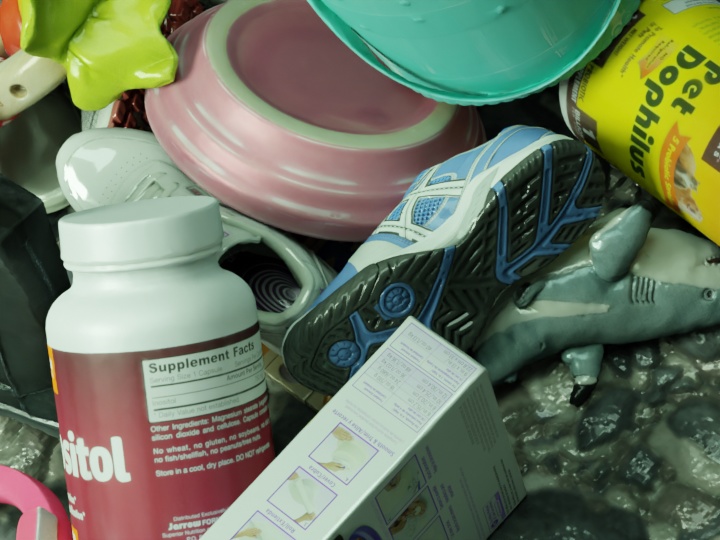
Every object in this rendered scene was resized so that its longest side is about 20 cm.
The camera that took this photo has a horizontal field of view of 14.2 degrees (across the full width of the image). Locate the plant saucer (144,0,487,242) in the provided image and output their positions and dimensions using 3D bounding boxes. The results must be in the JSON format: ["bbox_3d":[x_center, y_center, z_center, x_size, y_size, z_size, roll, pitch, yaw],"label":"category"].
[{"bbox_3d":[-0.021,-0.098,1.640,0.200,0.051,0.201,12,38,-9],"label":"plant saucer"}]

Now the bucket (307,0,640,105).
[{"bbox_3d":[0.059,-0.198,1.577,0.206,0.135,0.208,-16,53,22],"label":"bucket"}]

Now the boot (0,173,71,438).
[{"bbox_3d":[-0.225,0.008,1.590,0.164,0.200,0.066,12,62,20],"label":"boot"}]

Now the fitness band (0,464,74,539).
[{"bbox_3d":[-0.217,0.195,1.545,0.143,0.037,0.201,-19,52,31],"label":"fitness band"}]

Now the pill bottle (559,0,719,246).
[{"bbox_3d":[0.207,-0.073,1.574,0.109,0.109,0.200,-40,50,-12],"label":"pill bottle"}]

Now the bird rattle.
[{"bbox_3d":[-0.183,-0.123,1.664,0.200,0.113,0.163,-41,16,35],"label":"bird rattle"}]

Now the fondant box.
[{"bbox_3d":[-0.007,0.140,1.488,0.058,0.144,0.200,34,71,28],"label":"fondant box"}]

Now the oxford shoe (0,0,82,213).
[{"bbox_3d":[-0.221,-0.116,1.753,0.075,0.058,0.200,-24,57,-3],"label":"oxford shoe"}]

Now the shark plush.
[{"bbox_3d":[0.111,0.034,1.572,0.200,0.091,0.083,-31,91,-14],"label":"shark plush"}]

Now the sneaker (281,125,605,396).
[{"bbox_3d":[0.041,-0.005,1.560,0.200,0.076,0.077,-36,29,-5],"label":"sneaker"}]

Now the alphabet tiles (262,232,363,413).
[{"bbox_3d":[0.000,0.000,1.656,0.200,0.008,0.167,35,72,29],"label":"alphabet tiles"}]

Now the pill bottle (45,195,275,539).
[{"bbox_3d":[-0.105,0.066,1.519,0.112,0.113,0.201,-5,99,11],"label":"pill bottle"}]

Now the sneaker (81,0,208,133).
[{"bbox_3d":[-0.142,-0.121,1.737,0.082,0.078,0.201,-14,54,31],"label":"sneaker"}]

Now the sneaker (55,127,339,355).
[{"bbox_3d":[-0.089,-0.026,1.610,0.200,0.100,0.075,32,87,16],"label":"sneaker"}]
